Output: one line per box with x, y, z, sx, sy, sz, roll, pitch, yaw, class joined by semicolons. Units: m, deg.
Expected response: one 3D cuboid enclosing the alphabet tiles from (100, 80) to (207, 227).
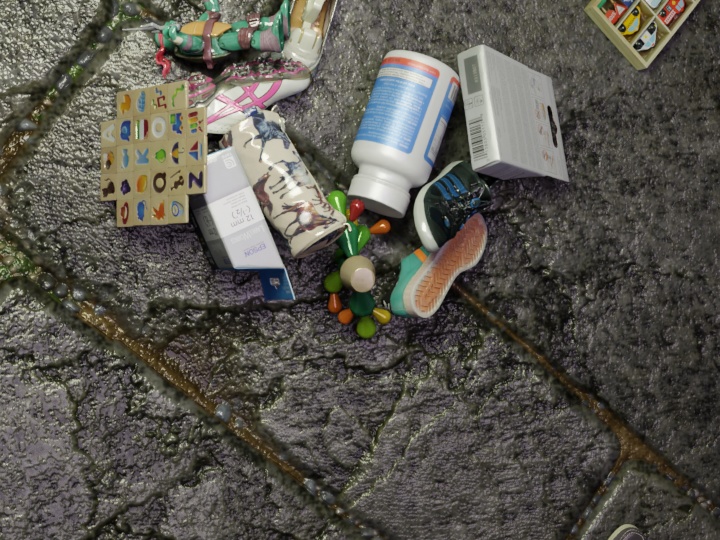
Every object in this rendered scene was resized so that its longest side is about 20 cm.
-0.253;-0.139;1.400;0.006;0.198;0.169;0;90;-49;alphabet tiles

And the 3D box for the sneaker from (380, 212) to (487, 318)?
0.098;-0.012;1.572;0.200;0.079;0.072;-47;120;-34;sneaker

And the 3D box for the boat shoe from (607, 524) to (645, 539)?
0.367;0.466;1.656;0.071;0.065;0.202;30;80;-14;boat shoe

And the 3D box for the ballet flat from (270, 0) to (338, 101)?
-0.070;-0.325;1.516;0.071;0.072;0.203;17;85;-17;ballet flat

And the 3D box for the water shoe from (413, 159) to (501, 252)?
0.130;-0.097;1.524;0.072;0.078;0.201;63;33;-23;water shoe

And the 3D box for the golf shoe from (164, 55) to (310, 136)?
-0.158;-0.218;1.486;0.197;0.073;0.093;-15;120;-5;golf shoe

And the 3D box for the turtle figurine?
-0.191;-0.309;1.461;0.197;0.101;0.151;1;47;4;turtle figurine

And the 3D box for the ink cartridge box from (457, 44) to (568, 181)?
0.210;-0.205;1.580;0.199;0.057;0.165;10;69;-57;ink cartridge box

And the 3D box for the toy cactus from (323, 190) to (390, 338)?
0.000;0.000;1.487;0.101;0.165;0.203;-4;101;-8;toy cactus

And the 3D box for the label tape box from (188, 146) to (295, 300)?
-0.161;-0.045;1.445;0.065;0.143;0.202;-23;96;-17;label tape box

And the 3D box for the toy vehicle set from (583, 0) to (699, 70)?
0.433;-0.413;1.704;0.124;0.026;0.201;42;77;-13;toy vehicle set

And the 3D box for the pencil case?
-0.092;-0.108;1.433;0.089;0.078;0.201;-36;77;9;pencil case

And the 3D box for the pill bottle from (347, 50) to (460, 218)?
0.052;-0.179;1.532;0.111;0.112;0.202;23;82;-17;pill bottle
